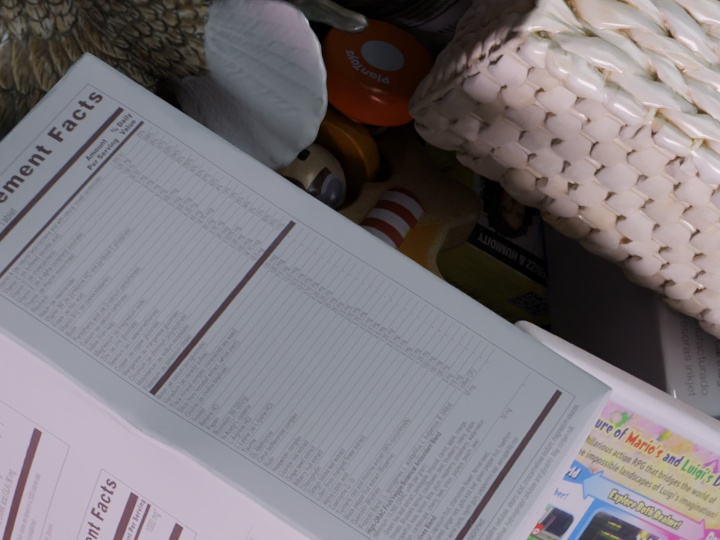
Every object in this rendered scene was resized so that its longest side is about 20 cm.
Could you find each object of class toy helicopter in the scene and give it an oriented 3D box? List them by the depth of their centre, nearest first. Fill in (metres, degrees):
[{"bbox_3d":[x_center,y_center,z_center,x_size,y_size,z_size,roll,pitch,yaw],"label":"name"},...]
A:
[{"bbox_3d":[0.000,0.000,0.979,0.132,0.079,0.200,-15,55,-38],"label":"toy helicopter"}]

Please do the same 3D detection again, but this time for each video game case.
[{"bbox_3d":[0.079,0.130,0.965,0.200,0.024,0.182,27,101,-35],"label":"video game case"}]

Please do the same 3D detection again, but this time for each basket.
[{"bbox_3d":[0.147,-0.079,0.921,0.198,0.200,0.161,34,79,-7],"label":"basket"}]

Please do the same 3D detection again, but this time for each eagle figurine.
[{"bbox_3d":[-0.107,-0.110,0.909,0.199,0.151,0.152,8,78,-26],"label":"eagle figurine"}]

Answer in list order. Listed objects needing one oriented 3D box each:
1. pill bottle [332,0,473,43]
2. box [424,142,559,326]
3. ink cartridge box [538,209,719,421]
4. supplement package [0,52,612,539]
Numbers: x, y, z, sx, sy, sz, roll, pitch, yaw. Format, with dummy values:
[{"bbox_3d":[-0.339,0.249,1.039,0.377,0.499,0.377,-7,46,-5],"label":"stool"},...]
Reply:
[{"bbox_3d":[-0.025,-0.171,1.034,0.199,0.114,0.114,17,67,-34],"label":"pill bottle"},{"bbox_3d":[0.076,-0.079,1.129,0.075,0.050,0.201,30,61,-28],"label":"box"},{"bbox_3d":[0.178,-0.012,1.089,0.199,0.086,0.147,-3,84,-28],"label":"ink cartridge box"},{"bbox_3d":[-0.044,0.046,0.820,0.200,0.110,0.114,33,51,8],"label":"supplement package"}]
